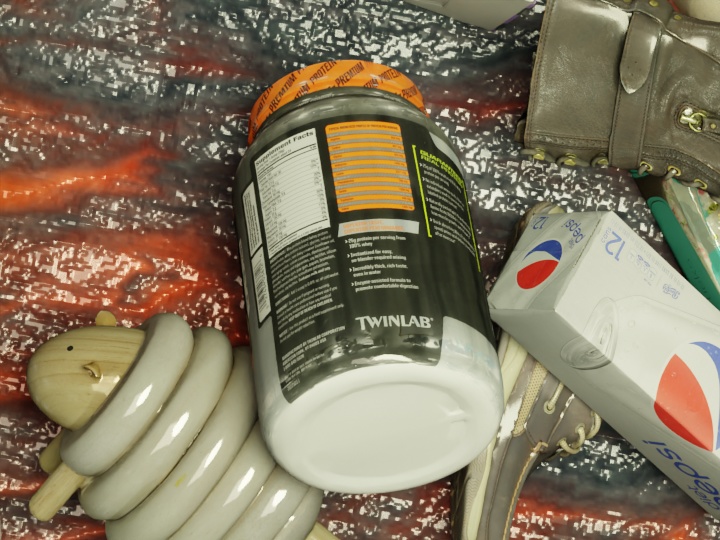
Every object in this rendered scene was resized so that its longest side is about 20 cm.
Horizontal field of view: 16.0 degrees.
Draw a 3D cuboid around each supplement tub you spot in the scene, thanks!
[{"bbox_3d":[0.000,0.000,1.287,0.121,0.123,0.201,-6,53,-3],"label":"supplement tub"}]

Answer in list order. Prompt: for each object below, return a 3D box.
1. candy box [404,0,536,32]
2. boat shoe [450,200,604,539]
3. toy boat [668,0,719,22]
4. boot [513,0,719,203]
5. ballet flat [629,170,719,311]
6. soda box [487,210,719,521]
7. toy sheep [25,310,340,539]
[{"bbox_3d":[0.080,-0.233,1.306,0.071,0.168,0.201,20,88,-4],"label":"candy box"},{"bbox_3d":[0.098,0.066,1.353,0.073,0.074,0.202,14,90,-3],"label":"boat shoe"},{"bbox_3d":[0.262,-0.127,1.355,0.198,0.131,0.132,-12,121,-3],"label":"toy boat"},{"bbox_3d":[0.164,-0.058,1.294,0.173,0.069,0.201,7,119,12],"label":"boot"},{"bbox_3d":[0.177,-0.059,1.365,0.064,0.076,0.201,-31,101,-13],"label":"ballet flat"},{"bbox_3d":[0.158,0.053,1.317,0.200,0.068,0.064,41,69,-26],"label":"soda box"},{"bbox_3d":[-0.086,0.098,1.319,0.199,0.138,0.138,35,88,-16],"label":"toy sheep"}]
